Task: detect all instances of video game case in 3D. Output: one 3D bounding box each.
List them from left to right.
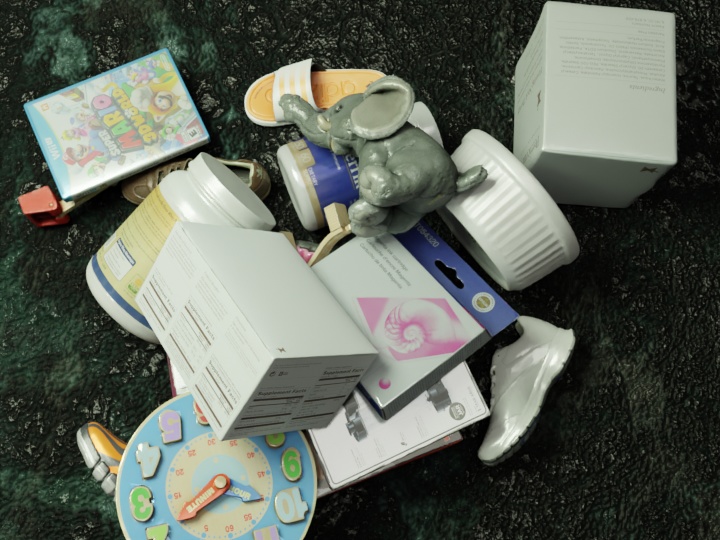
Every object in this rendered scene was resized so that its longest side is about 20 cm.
[{"bbox_3d":[-0.313,-0.190,1.002,0.198,0.018,0.144,-25,78,-11],"label":"video game case"}]

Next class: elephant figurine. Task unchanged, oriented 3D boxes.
[{"bbox_3d":[0.018,-0.152,0.889,0.154,0.142,0.202,-4,64,-33],"label":"elephant figurine"}]

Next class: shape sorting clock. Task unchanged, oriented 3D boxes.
[{"bbox_3d":[-0.140,0.212,0.772,0.198,0.039,0.202,6,66,-14],"label":"shape sorting clock"}]

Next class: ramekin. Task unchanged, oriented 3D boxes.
[{"bbox_3d":[0.166,-0.066,0.950,0.094,0.202,0.203,-39,80,1],"label":"ramekin"}]

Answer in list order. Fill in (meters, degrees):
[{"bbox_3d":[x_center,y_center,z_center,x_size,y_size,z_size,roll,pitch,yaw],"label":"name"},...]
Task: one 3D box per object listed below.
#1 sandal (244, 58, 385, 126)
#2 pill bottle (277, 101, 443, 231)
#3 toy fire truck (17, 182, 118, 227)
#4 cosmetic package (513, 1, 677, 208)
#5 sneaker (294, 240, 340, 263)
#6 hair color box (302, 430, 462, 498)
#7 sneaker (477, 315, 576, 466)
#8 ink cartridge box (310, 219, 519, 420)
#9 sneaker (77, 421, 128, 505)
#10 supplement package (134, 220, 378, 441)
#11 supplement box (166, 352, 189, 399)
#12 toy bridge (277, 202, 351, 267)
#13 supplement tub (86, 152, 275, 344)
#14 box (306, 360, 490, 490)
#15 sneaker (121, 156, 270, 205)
[{"bbox_3d":[-0.058,-0.252,1.055,0.204,0.059,0.080,-9,76,-4],"label":"sandal"},{"bbox_3d":[0.002,-0.138,1.000,0.198,0.116,0.117,-23,77,-7],"label":"pill bottle"},{"bbox_3d":[-0.354,-0.153,1.024,0.198,0.049,0.142,-21,73,-7],"label":"toy fire truck"},{"bbox_3d":[0.294,-0.206,0.997,0.164,0.168,0.202,5,75,-1],"label":"cosmetic package"},{"bbox_3d":[0.000,0.000,0.998,0.198,0.079,0.096,21,48,9],"label":"sneaker"},{"bbox_3d":[0.012,0.197,0.945,0.198,0.061,0.102,-21,77,-6],"label":"hair color box"},{"bbox_3d":[0.192,0.148,0.966,0.086,0.075,0.201,26,70,17],"label":"sneaker"},{"bbox_3d":[0.045,0.035,0.889,0.199,0.043,0.196,-36,60,-13],"label":"ink cartridge box"},{"bbox_3d":[-0.201,0.215,0.824,0.112,0.078,0.200,-42,89,-12],"label":"sneaker"},{"bbox_3d":[-0.110,0.058,0.811,0.200,0.155,0.111,50,117,31],"label":"supplement package"},{"bbox_3d":[-0.165,0.179,0.920,0.085,0.110,0.202,-11,76,-2],"label":"supplement box"},{"bbox_3d":[-0.088,-0.014,0.954,0.199,0.027,0.068,-25,74,31],"label":"toy bridge"},{"bbox_3d":[-0.211,-0.026,0.928,0.200,0.144,0.144,-45,80,8],"label":"supplement tub"},{"bbox_3d":[0.033,0.157,0.893,0.198,0.060,0.118,-24,78,-8],"label":"box"},{"bbox_3d":[-0.218,-0.125,1.011,0.197,0.076,0.071,-2,76,-1],"label":"sneaker"}]
